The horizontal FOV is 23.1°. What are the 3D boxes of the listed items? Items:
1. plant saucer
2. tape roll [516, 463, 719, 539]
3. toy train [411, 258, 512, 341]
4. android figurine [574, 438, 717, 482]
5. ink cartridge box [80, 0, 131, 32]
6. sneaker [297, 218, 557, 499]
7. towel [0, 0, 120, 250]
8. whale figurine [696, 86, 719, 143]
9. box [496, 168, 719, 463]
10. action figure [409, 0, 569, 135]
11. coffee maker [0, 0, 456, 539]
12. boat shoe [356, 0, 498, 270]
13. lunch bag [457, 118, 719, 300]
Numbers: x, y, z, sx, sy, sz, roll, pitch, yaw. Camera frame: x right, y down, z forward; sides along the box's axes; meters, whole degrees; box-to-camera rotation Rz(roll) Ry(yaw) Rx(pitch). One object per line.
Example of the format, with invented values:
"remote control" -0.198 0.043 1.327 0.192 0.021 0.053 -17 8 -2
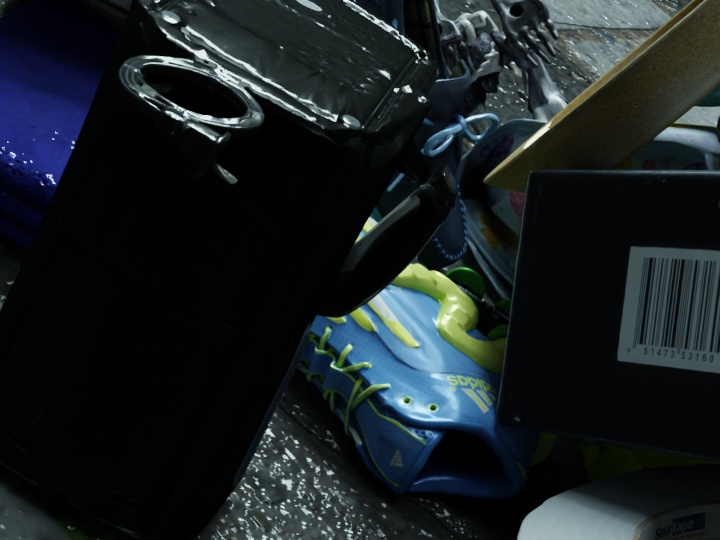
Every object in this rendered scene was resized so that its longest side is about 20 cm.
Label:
"plant saucer" 0.146 -0.094 0.853 0.036 0.200 0.200 50 29 -1
"tape roll" 0.160 0.140 0.703 0.198 0.067 0.200 0 12 0
"toy train" 0.000 0.000 0.883 0.199 0.057 0.042 32 27 -6
"android figurine" 0.193 0.105 0.920 0.198 0.041 0.183 9 34 -37
"ink cartridge box" -0.111 -0.177 0.953 0.143 0.085 0.200 27 -4 -6
"sneaker" 0.007 0.038 0.815 0.198 0.076 0.105 28 28 -5
"towel" -0.150 -0.073 0.888 0.147 0.050 0.200 27 28 11
"whale figurine" 0.248 -0.097 0.921 0.199 0.159 0.104 9 -46 59
"box" 0.201 0.027 0.778 0.197 0.125 0.199 11 -4 -40
"action figure" 0.068 -0.112 1.078 0.200 0.118 0.103 75 -1 -82
"coffee maker" -0.076 -0.006 0.676 0.134 0.201 0.191 39 27 22
"boat shoe" 0.027 -0.095 0.945 0.068 0.202 0.084 -10 22 25
"lunch bag" 0.167 -0.025 1.016 0.168 0.129 0.199 0 13 -43
